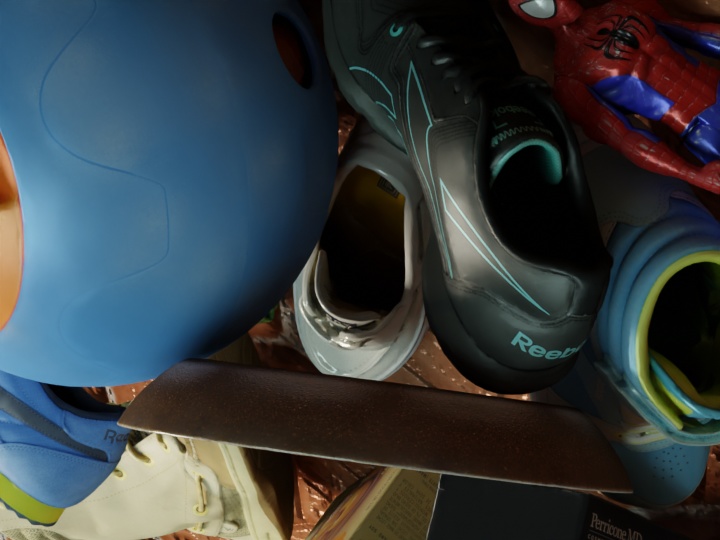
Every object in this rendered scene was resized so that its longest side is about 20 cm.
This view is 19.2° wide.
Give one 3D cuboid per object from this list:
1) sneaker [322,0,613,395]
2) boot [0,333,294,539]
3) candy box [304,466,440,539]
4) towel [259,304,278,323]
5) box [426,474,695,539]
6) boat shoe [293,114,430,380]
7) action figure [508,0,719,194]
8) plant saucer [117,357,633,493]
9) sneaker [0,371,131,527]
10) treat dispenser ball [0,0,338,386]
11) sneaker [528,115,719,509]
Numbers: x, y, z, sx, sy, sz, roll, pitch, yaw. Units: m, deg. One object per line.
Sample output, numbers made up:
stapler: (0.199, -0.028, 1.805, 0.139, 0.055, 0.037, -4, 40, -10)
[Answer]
sneaker: (0.046, -0.058, 0.782, 0.200, 0.075, 0.079, 69, 155, 19)
boot: (-0.122, 0.084, 1.069, 0.155, 0.073, 0.200, -3, 150, 7)
candy box: (-0.022, 0.180, 1.045, 0.055, 0.200, 0.115, 41, 144, -4)
towel: (-0.136, -0.052, 1.040, 0.149, 0.031, 0.200, -1, 132, 44)
box: (0.100, 0.178, 0.921, 0.079, 0.142, 0.200, 3, 165, 36)
boat shoe: (0.000, 0.000, 0.940, 0.071, 0.070, 0.200, 32, 143, 7)
action figure: (0.139, -0.051, 0.776, 0.200, 0.066, 0.052, 32, 166, 5)
plant saucer: (0.007, 0.058, 0.819, 0.200, 0.032, 0.200, 7, 177, 0)
sneaker: (-0.191, 0.028, 1.002, 0.200, 0.066, 0.078, 42, 105, 4)
treat dispenser ball: (-0.108, -0.054, 0.862, 0.200, 0.201, 0.201, 23, 141, 19)
sneaker: (0.121, 0.048, 0.840, 0.131, 0.079, 0.200, -124, 12, -51)
